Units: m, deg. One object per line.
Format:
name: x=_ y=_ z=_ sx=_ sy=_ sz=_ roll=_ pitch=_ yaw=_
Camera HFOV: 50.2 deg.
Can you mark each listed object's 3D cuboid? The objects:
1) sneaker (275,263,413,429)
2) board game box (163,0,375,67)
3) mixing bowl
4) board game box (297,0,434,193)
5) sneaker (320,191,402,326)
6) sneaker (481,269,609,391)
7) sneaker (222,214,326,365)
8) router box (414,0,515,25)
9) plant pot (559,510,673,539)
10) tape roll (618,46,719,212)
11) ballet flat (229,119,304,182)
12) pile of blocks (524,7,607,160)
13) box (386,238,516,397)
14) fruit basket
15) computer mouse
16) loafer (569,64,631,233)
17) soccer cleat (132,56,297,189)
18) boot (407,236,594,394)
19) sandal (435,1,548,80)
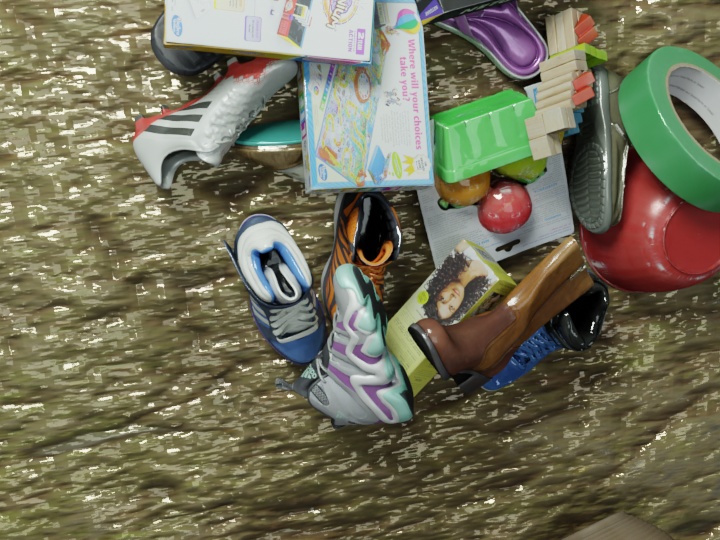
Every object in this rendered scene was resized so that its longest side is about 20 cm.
sneaker: x=-0.033 y=0.096 z=0.842 sx=0.140 sy=0.078 sz=0.200 roll=-15 pitch=111 yaw=11
board game box: x=-0.084 y=-0.282 z=0.736 sx=0.200 sy=0.040 sz=0.153 roll=2 pitch=99 yaw=-14
mixing bowl: x=0.387 y=-0.055 z=0.948 sx=0.200 sy=0.108 sz=0.200 roll=-3 pitch=104 yaw=-12
board game box: x=0.003 y=-0.184 z=0.809 sx=0.134 sy=0.034 sz=0.200 roll=-3 pitch=88 yaw=-15
sneaker: x=0.000 y=0.000 z=0.879 sx=0.078 sy=0.112 sz=0.200 roll=-3 pitch=105 yaw=-11
sneaker: x=0.223 y=0.080 z=0.946 sx=0.077 sy=0.111 sz=0.200 roll=42 pitch=93 yaw=-18
sneaker: x=-0.085 y=0.037 z=0.853 sx=0.081 sy=0.146 sz=0.200 roll=-20 pitch=107 yaw=-6
router box: x=0.136 y=-0.363 z=0.810 sx=0.200 sy=0.052 sz=0.157 roll=-20 pitch=98 yaw=-20
plant pot: x=0.334 y=0.387 z=1.038 sx=0.201 sy=0.201 sz=0.093 roll=-22 pitch=67 yaw=-5
tape roll: x=0.389 y=-0.164 z=0.885 sx=0.200 sy=0.048 sz=0.201 roll=14 pitch=58 yaw=-24
ballet flat: x=-0.044 y=-0.141 z=0.867 sx=0.200 sy=0.068 sz=0.072 roll=-18 pitch=126 yaw=-11
pile of blocks: x=0.240 y=-0.205 z=0.849 sx=0.082 sy=0.062 sz=0.200 roll=31 pitch=63 yaw=-33
box: x=0.087 y=0.062 z=0.907 sx=0.050 sy=0.075 sz=0.200 roll=18 pitch=118 yaw=-49
fruit basket: x=0.155 y=-0.104 z=0.911 sx=0.185 sy=0.094 sz=0.200 roll=-20 pitch=123 yaw=-5
computer mouse: x=-0.118 y=-0.266 z=0.823 sx=0.140 sy=0.046 sz=0.200 roll=40 pitch=82 yaw=-14
loafer: x=0.296 y=-0.143 z=0.910 sx=0.070 sy=0.075 sz=0.200 roll=1 pitch=91 yaw=-19
soccer cleat: x=-0.147 y=-0.156 z=0.808 sx=0.200 sy=0.069 sz=0.085 roll=-25 pitch=80 yaw=11
boot: x=0.160 y=0.042 z=0.824 sx=0.200 sy=0.068 sz=0.188 roll=-41 pitch=140 yaw=7
sandal: x=0.138 y=-0.293 z=0.864 sx=0.203 sy=0.050 sz=0.082 roll=31 pitch=96 yaw=-17
